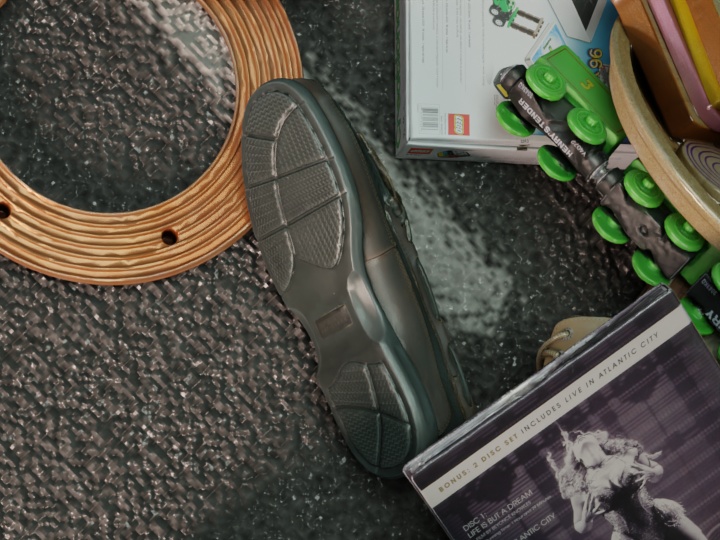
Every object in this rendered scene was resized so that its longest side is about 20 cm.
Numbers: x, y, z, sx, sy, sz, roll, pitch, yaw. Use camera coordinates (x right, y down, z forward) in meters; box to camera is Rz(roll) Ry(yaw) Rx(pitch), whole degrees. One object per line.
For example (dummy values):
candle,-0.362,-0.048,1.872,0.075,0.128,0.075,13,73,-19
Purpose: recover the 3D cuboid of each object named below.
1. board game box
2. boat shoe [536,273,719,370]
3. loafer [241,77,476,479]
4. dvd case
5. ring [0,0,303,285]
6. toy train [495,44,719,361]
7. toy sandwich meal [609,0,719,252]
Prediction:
board game box,0.081,-0.154,1.372,0.126,0.035,0.201,3,76,-10
boat shoe,0.116,0.058,1.315,0.200,0.076,0.072,-39,83,-26
loafer,0.000,0.000,1.305,0.063,0.072,0.201,-19,90,-46
dvd case,0.130,0.124,1.263,0.148,0.016,0.200,-35,115,-2
ring,-0.126,-0.090,1.324,0.199,0.019,0.201,3,75,-11
toy train,0.145,-0.029,1.302,0.200,0.042,0.056,48,40,9
toy sandwich meal,0.201,-0.076,1.316,0.205,0.070,0.206,33,32,-24
